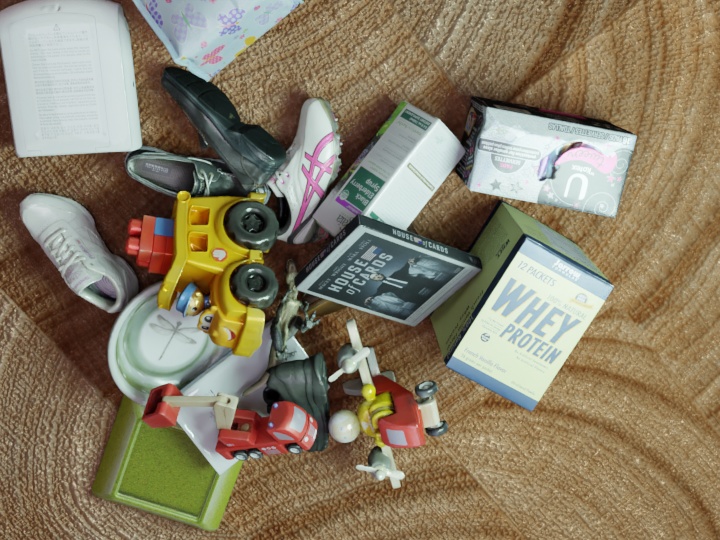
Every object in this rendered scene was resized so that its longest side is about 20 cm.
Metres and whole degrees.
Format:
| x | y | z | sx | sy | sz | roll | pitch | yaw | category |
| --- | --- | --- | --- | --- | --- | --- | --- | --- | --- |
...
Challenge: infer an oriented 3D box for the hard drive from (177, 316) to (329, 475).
| x | y | z | sx | sy | sz | roll | pitch | yaw | category |
| --- | --- | --- | --- | --- | --- | --- | --- | --- | --- |
| -0.159 | 0.176 | 1.481 | 0.200 | 0.025 | 0.132 | -38 | 109 | -10 | hard drive |

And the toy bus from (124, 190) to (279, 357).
| x | y | z | sx | sy | sz | roll | pitch | yaw | category |
| --- | --- | --- | --- | --- | --- | --- | --- | --- | --- |
| -0.207 | -0.002 | 1.344 | 0.191 | 0.201 | 0.136 | 6 | 150 | -17 | toy bus |

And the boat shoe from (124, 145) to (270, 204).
| x | y | z | sx | sy | sz | roll | pitch | yaw | category |
| --- | --- | --- | --- | --- | --- | --- | --- | --- | --- |
| -0.219 | -0.115 | 1.396 | 0.199 | 0.071 | 0.072 | 10 | 106 | -7 | boat shoe |

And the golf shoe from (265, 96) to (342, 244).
| x | y | z | sx | sy | sz | roll | pitch | yaw | category |
| --- | --- | --- | --- | --- | --- | --- | --- | --- | --- |
| -0.077 | -0.130 | 1.388 | 0.092 | 0.073 | 0.201 | -2 | 108 | -25 | golf shoe |

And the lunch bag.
| x | y | z | sx | sy | sz | roll | pitch | yaw | category |
| --- | --- | --- | --- | --- | --- | --- | --- | --- | --- |
| -0.196 | -0.368 | 1.291 | 0.169 | 0.127 | 0.200 | -38 | 80 | 9 | lunch bag |

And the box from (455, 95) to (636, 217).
| x | y | z | sx | sy | sz | roll | pitch | yaw | category |
| --- | --- | --- | --- | --- | --- | --- | --- | --- | --- |
| 0.239 | -0.150 | 1.378 | 0.199 | 0.132 | 0.115 | 9 | 105 | -5 | box |

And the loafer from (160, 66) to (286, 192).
| x | y | z | sx | sy | sz | roll | pitch | yaw | category |
| --- | --- | --- | --- | --- | --- | --- | --- | --- | --- |
| -0.192 | -0.185 | 1.365 | 0.200 | 0.073 | 0.072 | 44 | 118 | 8 | loafer |

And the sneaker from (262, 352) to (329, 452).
| x | y | z | sx | sy | sz | roll | pitch | yaw | category |
| --- | --- | --- | --- | --- | --- | --- | --- | --- | --- |
| -0.087 | 0.184 | 1.444 | 0.090 | 0.076 | 0.200 | -5 | 136 | -2 | sneaker |

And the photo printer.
| x | y | z | sx | sy | sz | roll | pitch | yaw | category |
| --- | --- | --- | --- | --- | --- | --- | --- | --- | --- |
| -0.375 | -0.251 | 1.347 | 0.166 | 0.069 | 0.201 | -4 | 107 | -1 | photo printer |

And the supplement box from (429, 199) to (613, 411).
| x | y | z | sx | sy | sz | roll | pitch | yaw | category |
| --- | --- | --- | --- | --- | --- | --- | --- | --- | --- |
| 0.207 | 0.041 | 1.401 | 0.134 | 0.200 | 0.200 | 28 | 104 | -11 | supplement box |

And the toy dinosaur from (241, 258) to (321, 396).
| x | y | z | sx | sy | sz | roll | pitch | yaw | category |
| --- | --- | --- | --- | --- | --- | --- | --- | --- | --- |
| -0.103 | 0.085 | 1.427 | 0.047 | 0.088 | 0.201 | 23 | 83 | -29 | toy dinosaur |

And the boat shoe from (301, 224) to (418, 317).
| x | y | z | sx | sy | sz | roll | pitch | yaw | category |
| --- | --- | --- | --- | --- | --- | --- | --- | --- | --- |
| 0.000 | 0.000 | 1.442 | 0.200 | 0.070 | 0.071 | -27 | 73 | 21 | boat shoe |

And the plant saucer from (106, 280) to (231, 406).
| x | y | z | sx | sy | sz | roll | pitch | yaw | category |
| --- | --- | --- | --- | --- | --- | --- | --- | --- | --- |
| -0.258 | 0.094 | 1.450 | 0.199 | 0.050 | 0.201 | -12 | 117 | -25 | plant saucer |

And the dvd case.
| x | y | z | sx | sy | sz | roll | pitch | yaw | category |
| --- | --- | --- | --- | --- | --- | --- | --- | --- | --- |
| 0.036 | 0.004 | 1.363 | 0.199 | 0.025 | 0.150 | 18 | 136 | -31 | dvd case |

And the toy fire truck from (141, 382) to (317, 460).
| x | y | z | sx | sy | sz | roll | pitch | yaw | category |
| --- | --- | --- | --- | --- | --- | --- | --- | --- | --- |
| -0.173 | 0.197 | 1.389 | 0.199 | 0.049 | 0.141 | -12 | 137 | 29 | toy fire truck |

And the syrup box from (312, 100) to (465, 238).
| x | y | z | sx | sy | sz | roll | pitch | yaw | category |
| --- | --- | --- | --- | --- | --- | --- | --- | --- | --- |
| 0.037 | -0.113 | 1.374 | 0.200 | 0.079 | 0.081 | -51 | 135 | -1 | syrup box |

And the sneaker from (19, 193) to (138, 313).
| x | y | z | sx | sy | sz | roll | pitch | yaw | category |
| --- | --- | --- | --- | --- | --- | --- | --- | --- | --- |
| -0.378 | -0.024 | 1.403 | 0.075 | 0.100 | 0.200 | -41 | 103 | 12 | sneaker |

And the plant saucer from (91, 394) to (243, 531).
| x | y | z | sx | sy | sz | roll | pitch | yaw | category |
| --- | --- | --- | --- | --- | --- | --- | --- | --- | --- |
| -0.275 | 0.283 | 1.530 | 0.199 | 0.048 | 0.200 | 19 | 105 | -9 | plant saucer |

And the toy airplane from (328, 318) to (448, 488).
| x | y | z | sx | sy | sz | roll | pitch | yaw | category |
| --- | --- | --- | --- | --- | --- | --- | --- | --- | --- |
| 0.015 | 0.188 | 1.442 | 0.141 | 0.199 | 0.200 | -23 | 66 | -18 | toy airplane |
